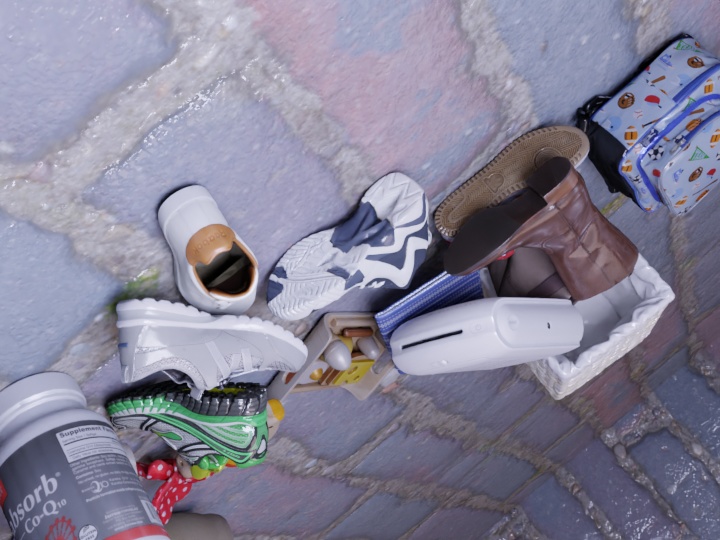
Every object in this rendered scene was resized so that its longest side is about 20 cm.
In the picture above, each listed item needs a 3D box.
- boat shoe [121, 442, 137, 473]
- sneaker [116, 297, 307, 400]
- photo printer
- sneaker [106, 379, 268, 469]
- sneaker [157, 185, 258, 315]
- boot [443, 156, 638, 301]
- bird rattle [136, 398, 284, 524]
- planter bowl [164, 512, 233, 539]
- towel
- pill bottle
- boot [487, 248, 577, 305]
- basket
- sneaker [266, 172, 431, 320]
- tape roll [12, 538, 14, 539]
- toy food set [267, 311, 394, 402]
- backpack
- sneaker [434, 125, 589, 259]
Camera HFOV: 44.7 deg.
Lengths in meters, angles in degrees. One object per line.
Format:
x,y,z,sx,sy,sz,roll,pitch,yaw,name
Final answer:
-0.275,0.245,0.884,0.092,0.200,0.075,7,114,-25,boat shoe
-0.140,0.081,0.821,0.198,0.083,0.074,13,168,-35,sneaker
0.144,0.078,1.030,0.165,0.070,0.199,-19,165,41,photo printer
-0.176,0.157,0.869,0.078,0.198,0.086,-14,101,-55,sneaker
-0.126,0.011,0.791,0.072,0.085,0.200,-35,156,-9,sneaker
0.214,-0.011,1.008,0.186,0.065,0.200,-38,132,12,boot
-0.167,0.212,1.015,0.162,0.113,0.201,-14,145,-36,bird rattle
-0.266,0.409,1.139,0.134,0.201,0.201,21,121,-29,planter bowl
0.092,0.057,1.098,0.144,0.024,0.200,-33,152,-5,towel
-0.259,0.199,0.784,0.115,0.201,0.116,-29,152,-17,pill bottle
0.231,-0.023,1.105,0.070,0.147,0.201,-12,143,-32,boot
0.296,0.048,1.243,0.199,0.199,0.161,-34,155,-9,basket
0.000,0.000,0.931,0.199,0.079,0.130,-46,145,-8,sneaker
-0.310,0.359,0.967,0.200,0.201,0.065,-47,152,17,tape roll
-0.020,0.124,1.119,0.199,0.061,0.144,4,131,-52,toy food set
0.382,-0.177,1.069,0.191,0.154,0.200,-52,149,4,backpack
0.187,-0.086,1.040,0.199,0.072,0.113,-33,150,6,sneaker
